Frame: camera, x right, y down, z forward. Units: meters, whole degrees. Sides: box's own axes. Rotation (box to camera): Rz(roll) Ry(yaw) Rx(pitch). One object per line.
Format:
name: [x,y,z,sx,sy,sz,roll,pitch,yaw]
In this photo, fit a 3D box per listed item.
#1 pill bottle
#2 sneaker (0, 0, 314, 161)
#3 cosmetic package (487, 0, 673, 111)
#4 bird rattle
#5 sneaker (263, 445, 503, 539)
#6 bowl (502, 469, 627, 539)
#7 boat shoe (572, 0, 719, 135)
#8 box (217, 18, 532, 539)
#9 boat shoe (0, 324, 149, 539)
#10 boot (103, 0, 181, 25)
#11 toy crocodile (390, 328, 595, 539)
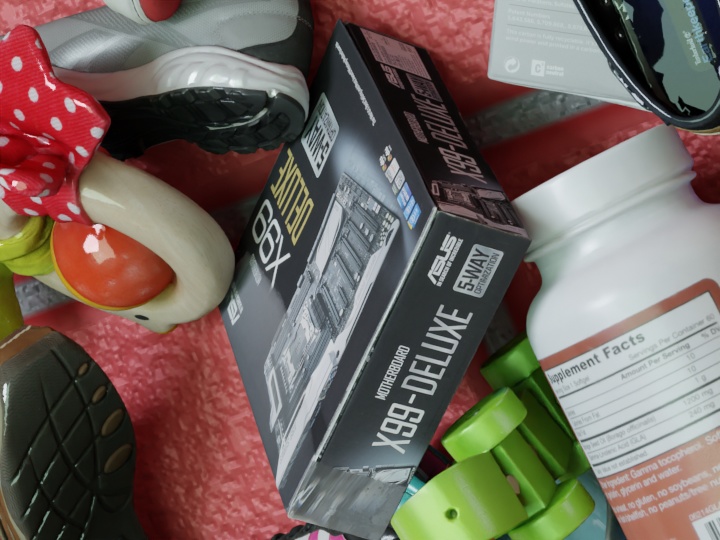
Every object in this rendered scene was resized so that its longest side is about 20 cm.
pill bottle: [0.141,0.044,1.180,0.112,0.112,0.201,-27,87,24]
sneaker: [-0.106,-0.101,1.319,0.199,0.074,0.080,1,65,29]
cosmetic package: [0.113,-0.181,1.193,0.090,0.107,0.201,12,109,15]
bird rattle: [-0.134,-0.031,1.297,0.163,0.113,0.200,23,147,-11]
sneaker: [-0.003,0.133,1.331,0.200,0.084,0.121,9,66,49]
bowl: [0.103,0.201,1.263,0.105,0.201,0.201,29,113,-10]
boat shoe: [0.106,-0.144,1.115,0.074,0.062,0.201,-24,95,23]
box: [0.000,0.000,1.235,0.050,0.200,0.158,17,113,-21]
boat shoe: [-0.153,0.111,1.352,0.074,0.076,0.201,28,141,41]
boot: [-0.040,-0.203,1.246,0.144,0.072,0.201,12,91,14]
toy crocodile: [0.069,0.078,1.223,0.062,0.200,0.068,-34,97,25]
